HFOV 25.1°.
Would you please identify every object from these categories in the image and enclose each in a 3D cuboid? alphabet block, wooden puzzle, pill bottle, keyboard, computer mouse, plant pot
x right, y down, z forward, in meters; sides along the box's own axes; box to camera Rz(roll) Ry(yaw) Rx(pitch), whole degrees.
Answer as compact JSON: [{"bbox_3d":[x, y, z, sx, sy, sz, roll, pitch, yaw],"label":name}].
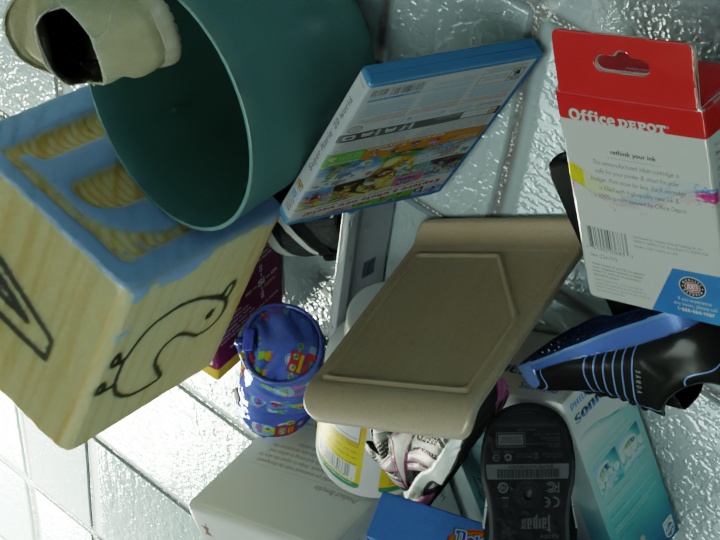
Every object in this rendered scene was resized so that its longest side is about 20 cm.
[{"bbox_3d":[-0.219,-0.011,1.341,0.196,0.195,0.200,42,132,17],"label":"alphabet block"},{"bbox_3d":[0.067,0.043,1.251,0.185,0.200,0.037,1,140,48],"label":"wooden puzzle"},{"bbox_3d":[0.021,0.104,1.436,0.113,0.113,0.200,33,144,21],"label":"pill bottle"},{"bbox_3d":[0.000,0.000,1.403,0.011,0.056,0.200,42,148,25],"label":"keyboard"},{"bbox_3d":[0.104,0.207,1.254,0.046,0.140,0.201,34,-131,-80],"label":"computer mouse"},{"bbox_3d":[-0.088,-0.154,1.233,0.200,0.161,0.201,32,137,36],"label":"plant pot"}]

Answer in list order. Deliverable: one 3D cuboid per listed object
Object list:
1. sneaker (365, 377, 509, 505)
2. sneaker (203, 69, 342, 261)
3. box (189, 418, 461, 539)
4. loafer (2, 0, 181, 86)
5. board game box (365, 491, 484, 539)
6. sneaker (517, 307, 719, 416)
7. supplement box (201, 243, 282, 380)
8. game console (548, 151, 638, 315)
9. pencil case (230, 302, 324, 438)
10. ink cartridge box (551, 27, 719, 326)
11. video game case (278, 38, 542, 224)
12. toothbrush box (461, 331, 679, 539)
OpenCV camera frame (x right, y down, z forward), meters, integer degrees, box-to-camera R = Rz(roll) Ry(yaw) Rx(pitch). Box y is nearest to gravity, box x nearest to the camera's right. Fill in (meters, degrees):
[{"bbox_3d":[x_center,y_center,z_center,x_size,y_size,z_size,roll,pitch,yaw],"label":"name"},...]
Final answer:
[{"bbox_3d":[0.048,0.128,1.301,0.086,0.080,0.200,37,145,7],"label":"sneaker"},{"bbox_3d":[-0.056,-0.096,1.365,0.112,0.073,0.200,4,136,42],"label":"sneaker"},{"bbox_3d":[-0.020,0.270,1.598,0.199,0.171,0.200,11,132,43],"label":"box"},{"bbox_3d":[-0.211,-0.174,1.174,0.200,0.068,0.076,10,121,49],"label":"loafer"},{"bbox_3d":[0.115,0.252,1.342,0.199,0.045,0.152,16,160,18],"label":"board game box"},{"bbox_3d":[0.197,0.072,1.187,0.200,0.070,0.078,-23,97,54],"label":"sneaker"},{"bbox_3d":[-0.154,-0.017,1.518,0.131,0.103,0.200,31,144,24],"label":"supplement box"},{"bbox_3d":[0.237,-0.015,1.142,0.200,0.031,0.177,-7,119,51],"label":"game console"},{"bbox_3d":[-0.079,0.097,1.530,0.087,0.078,0.200,3,159,-4],"label":"pencil case"},{"bbox_3d":[0.199,-0.073,1.061,0.116,0.067,0.200,15,129,42],"label":"ink cartridge box"},{"bbox_3d":[0.033,-0.100,1.192,0.018,0.143,0.200,66,151,19],"label":"video game case"},{"bbox_3d":[0.161,0.154,1.352,0.146,0.085,0.200,6,130,46],"label":"toothbrush box"}]
